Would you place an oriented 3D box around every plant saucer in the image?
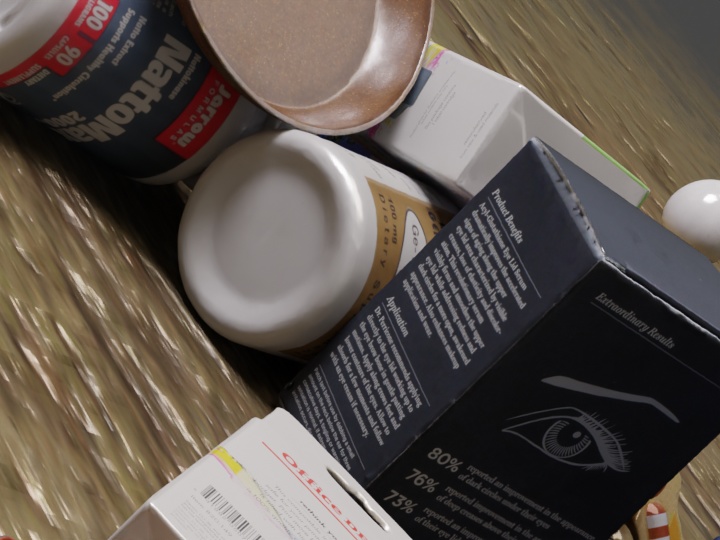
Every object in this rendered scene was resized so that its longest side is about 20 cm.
[{"bbox_3d":[-0.038,-0.168,1.543,0.200,0.034,0.202,13,72,-46],"label":"plant saucer"}]

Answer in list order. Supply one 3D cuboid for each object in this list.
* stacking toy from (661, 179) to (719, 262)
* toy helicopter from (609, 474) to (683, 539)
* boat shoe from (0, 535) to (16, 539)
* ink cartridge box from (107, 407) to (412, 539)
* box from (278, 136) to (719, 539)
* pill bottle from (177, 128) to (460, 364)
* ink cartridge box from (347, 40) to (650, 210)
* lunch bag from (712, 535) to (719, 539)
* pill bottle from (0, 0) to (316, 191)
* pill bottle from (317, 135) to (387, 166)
[{"bbox_3d":[0.160,0.025,1.770,0.146,0.200,0.146,41,16,-15],"label":"stacking toy"},{"bbox_3d":[0.161,0.171,1.602,0.200,0.079,0.133,32,59,-35],"label":"toy helicopter"},{"bbox_3d":[-0.070,0.166,1.069,0.200,0.063,0.071,46,17,6],"label":"boat shoe"},{"bbox_3d":[-0.040,0.134,1.218,0.117,0.067,0.200,47,17,3],"label":"ink cartridge box"},{"bbox_3d":[0.083,0.058,1.482,0.148,0.200,0.105,33,20,-38],"label":"box"},{"bbox_3d":[0.000,0.000,1.579,0.115,0.114,0.200,53,17,28],"label":"pill bottle"},{"bbox_3d":[0.055,-0.074,1.642,0.117,0.068,0.200,36,-2,-35],"label":"ink cartridge box"},{"bbox_3d":[0.167,0.226,1.391,0.132,0.136,0.200,46,16,4],"label":"lunch bag"},{"bbox_3d":[-0.117,-0.115,1.557,0.200,0.120,0.120,32,20,-39],"label":"pill bottle"},{"bbox_3d":[0.002,-0.069,1.766,0.200,0.112,0.112,33,20,-37],"label":"pill bottle"}]
